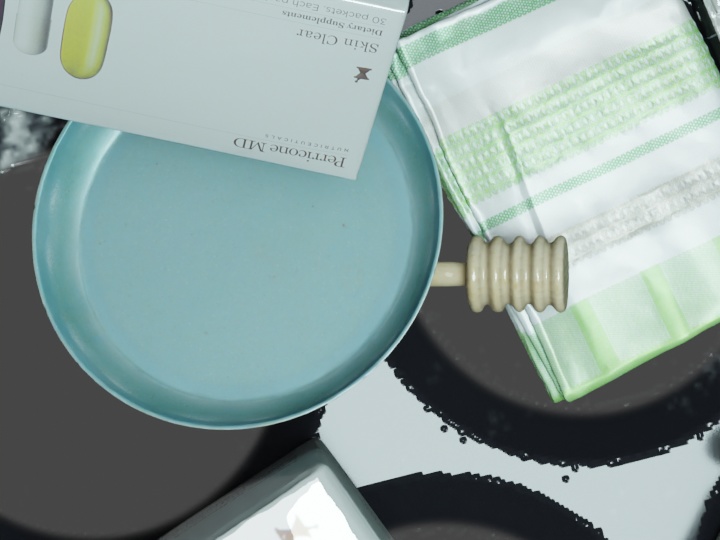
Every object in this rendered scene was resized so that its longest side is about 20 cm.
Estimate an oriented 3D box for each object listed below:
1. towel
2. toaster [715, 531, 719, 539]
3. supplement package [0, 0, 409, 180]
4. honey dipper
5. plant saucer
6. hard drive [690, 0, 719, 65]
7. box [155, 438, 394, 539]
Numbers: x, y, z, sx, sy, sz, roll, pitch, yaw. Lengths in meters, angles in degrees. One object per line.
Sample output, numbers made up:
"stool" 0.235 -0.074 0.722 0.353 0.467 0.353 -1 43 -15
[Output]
"towel" 0.116 -0.054 1.425 0.149 0.031 0.200 -27 93 -2
"toaster" 0.260 0.174 1.394 0.200 0.119 0.181 28 90 -4
"supplement package" -0.080 -0.150 1.333 0.200 0.111 0.156 11 47 -5
"honey dipper" 0.000 0.000 1.406 0.200 0.038 0.038 1 91 9
"plant saucer" -0.057 -0.020 1.391 0.200 0.027 0.200 -2 76 10
"hard drive" 0.207 -0.207 1.424 0.140 0.038 0.200 -22 93 -2
"box" -0.044 0.214 1.350 0.200 0.171 0.199 -34 93 -2
